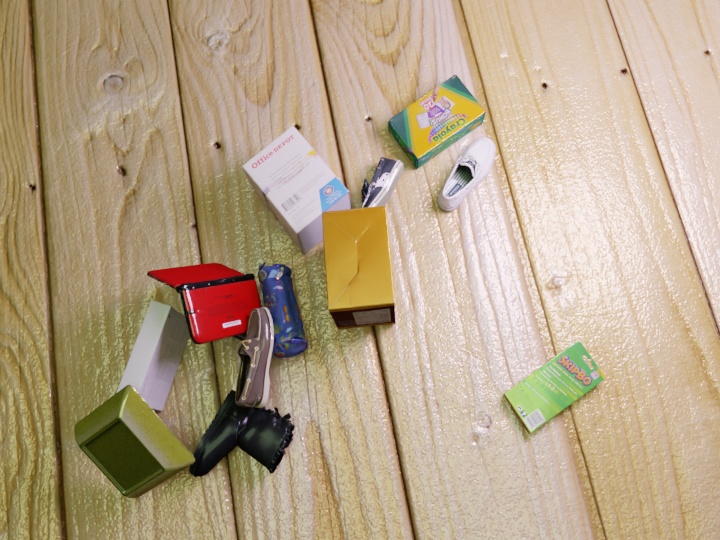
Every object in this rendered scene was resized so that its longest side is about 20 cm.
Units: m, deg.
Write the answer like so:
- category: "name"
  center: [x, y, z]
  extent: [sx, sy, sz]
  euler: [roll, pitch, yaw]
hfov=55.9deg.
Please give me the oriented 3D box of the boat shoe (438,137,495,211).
- category: "boat shoe"
  center: [0.246, -0.222, 1.525]
  extent: [0.073, 0.067, 0.202]
  euler: [30, 78, 10]

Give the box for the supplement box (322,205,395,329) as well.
- category: "supplement box"
  center: [0.000, 0.000, 1.406]
  extent: [0.129, 0.200, 0.202]
  euler: [-5, 74, 2]

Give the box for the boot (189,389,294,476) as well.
- category: "boot"
  center: [-0.237, 0.359, 1.387]
  extent: [0.160, 0.074, 0.201]
  euler: [26, 73, 10]

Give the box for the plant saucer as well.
- category: "plant saucer"
  center: [-0.454, 0.351, 1.325]
  extent: [0.198, 0.048, 0.201]
  euler: [-34, 101, 27]

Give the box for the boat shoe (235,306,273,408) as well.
- category: "boat shoe"
  center: [-0.218, 0.173, 1.376]
  extent: [0.058, 0.071, 0.205]
  euler: [10, 78, -34]

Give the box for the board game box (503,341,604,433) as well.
- category: "board game box"
  center: [0.403, 0.241, 1.412]
  extent: [0.198, 0.030, 0.096]
  euler: [-34, 76, -4]

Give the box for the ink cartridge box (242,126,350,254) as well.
- category: "ink cartridge box"
  center: [-0.136, -0.174, 1.489]
  extent: [0.146, 0.145, 0.201]
  euler: [-37, 76, -8]

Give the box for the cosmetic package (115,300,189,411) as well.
- category: "cosmetic package"
  center: [-0.421, 0.180, 1.403]
  extent: [0.050, 0.151, 0.204]
  euler: [15, 75, 7]

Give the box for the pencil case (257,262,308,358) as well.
- category: "pencil case"
  center: [-0.165, 0.080, 1.436]
  extent: [0.076, 0.087, 0.204]
  euler: [-1, 60, -27]

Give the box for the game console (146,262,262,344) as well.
- category: "game console"
  center: [-0.319, 0.062, 1.415]
  extent: [0.117, 0.198, 0.177]
  euler: [-18, 85, 37]

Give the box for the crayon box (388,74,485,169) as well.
- category: "crayon box"
  center: [0.175, -0.343, 1.566]
  extent: [0.198, 0.058, 0.120]
  euler: [-35, 76, -7]

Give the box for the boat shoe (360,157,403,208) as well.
- category: "boat shoe"
  center: [0.029, -0.171, 1.520]
  extent: [0.061, 0.075, 0.203]
  euler: [26, 71, 11]

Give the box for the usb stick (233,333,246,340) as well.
- category: "usb stick"
  center: [-0.244, 0.128, 1.470]
  extent: [0.196, 0.033, 0.056]
  euler: [23, 66, 9]
